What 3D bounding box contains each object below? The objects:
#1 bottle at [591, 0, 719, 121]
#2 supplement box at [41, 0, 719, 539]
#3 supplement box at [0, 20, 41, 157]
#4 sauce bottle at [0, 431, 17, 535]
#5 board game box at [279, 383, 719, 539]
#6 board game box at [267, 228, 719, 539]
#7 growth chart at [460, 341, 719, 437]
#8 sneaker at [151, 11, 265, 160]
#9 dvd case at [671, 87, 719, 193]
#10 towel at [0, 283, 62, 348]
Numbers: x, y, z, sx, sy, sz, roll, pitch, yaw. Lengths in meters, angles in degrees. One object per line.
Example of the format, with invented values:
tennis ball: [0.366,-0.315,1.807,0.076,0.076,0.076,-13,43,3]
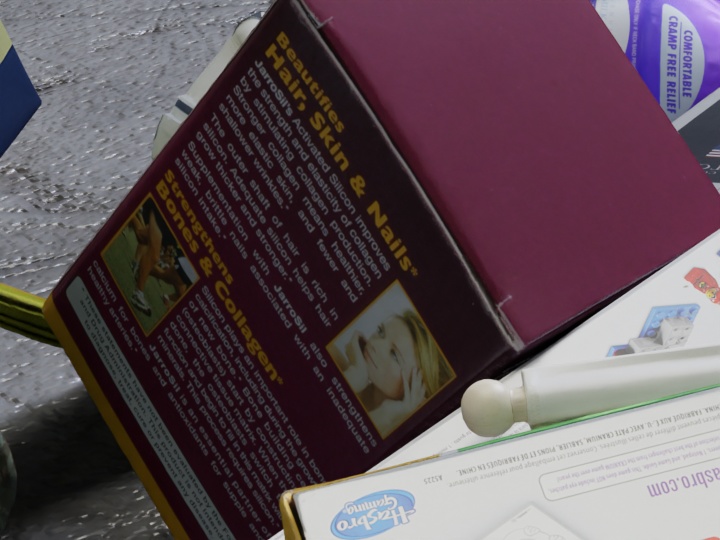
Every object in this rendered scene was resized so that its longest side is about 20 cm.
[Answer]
bottle: [0.109,-0.069,1.074,0.198,0.084,0.065,0,-10,21]
supplement box: [0.000,0.000,0.789,0.085,0.111,0.200,-26,-11,-35]
supplement box: [-0.231,-0.077,0.757,0.199,0.201,0.135,-7,33,29]
sauce bottle: [-0.181,0.047,0.947,0.064,0.065,0.200,-20,23,-24]
board game box: [0.081,0.118,0.562,0.152,0.040,0.201,-13,54,-8]
board game box: [0.064,0.079,0.660,0.199,0.035,0.126,-33,59,-19]
growth chart: [0.087,0.095,0.614,0.143,0.018,0.201,0,56,2]
sneaker: [0.018,-0.027,0.900,0.199,0.071,0.073,29,2,28]
dvd case: [0.169,-0.037,0.836,0.149,0.025,0.200,4,18,26]
towel: [-0.127,0.010,0.917,0.199,0.018,0.086,21,-3,-43]
